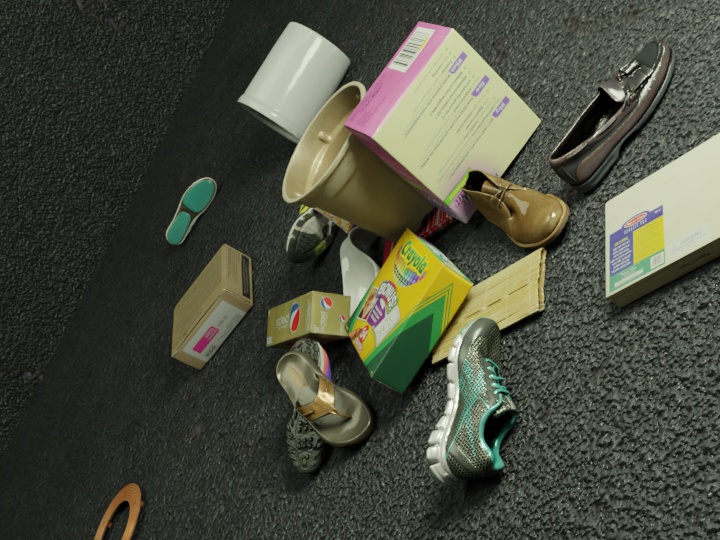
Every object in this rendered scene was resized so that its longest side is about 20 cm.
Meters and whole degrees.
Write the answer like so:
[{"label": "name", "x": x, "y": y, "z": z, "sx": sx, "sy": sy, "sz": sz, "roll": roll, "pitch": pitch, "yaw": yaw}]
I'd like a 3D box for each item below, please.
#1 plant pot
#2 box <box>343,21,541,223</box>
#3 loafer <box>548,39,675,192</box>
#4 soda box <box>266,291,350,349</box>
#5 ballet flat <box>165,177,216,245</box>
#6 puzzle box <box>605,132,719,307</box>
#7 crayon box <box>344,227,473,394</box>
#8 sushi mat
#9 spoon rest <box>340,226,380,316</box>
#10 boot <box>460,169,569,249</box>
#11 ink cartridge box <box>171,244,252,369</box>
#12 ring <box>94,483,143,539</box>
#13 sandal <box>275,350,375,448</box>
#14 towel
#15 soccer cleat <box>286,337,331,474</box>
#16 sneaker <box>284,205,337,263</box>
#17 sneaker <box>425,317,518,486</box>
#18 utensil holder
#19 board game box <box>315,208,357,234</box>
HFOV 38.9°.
[{"label": "plant pot", "x": 0.015, "y": -0.143, "z": 1.501, "sx": 0.200, "sy": 0.182, "sz": 0.202, "roll": -45, "pitch": 27, "yaw": 31}, {"label": "box", "x": 0.112, "y": -0.200, "z": 1.378, "sx": 0.177, "sy": 0.199, "sz": 0.097, "roll": -53, "pitch": 31, "yaw": -1}, {"label": "loafer", "x": 0.297, "y": -0.190, "z": 1.205, "sx": 0.201, "sy": 0.063, "sz": 0.072, "roll": -58, "pitch": 25, "yaw": 7}, {"label": "soda box", "x": -0.083, "y": 0.082, "z": 1.600, "sx": 0.200, "sy": 0.067, "sz": 0.065, "roll": 158, "pitch": 116, "yaw": -63}, {"label": "ballet flat", "x": -0.430, "y": -0.156, "z": 2.587, "sx": 0.201, "sy": 0.069, "sz": 0.070, "roll": -56, "pitch": 25, "yaw": 13}, {"label": "puzzle box", "x": 0.332, "y": -0.059, "z": 1.042, "sx": 0.199, "sy": 0.025, "sz": 0.134, "roll": -35, "pitch": 35, "yaw": 44}, {"label": "crayon box", "x": 0.060, "y": 0.049, "z": 1.391, "sx": 0.174, "sy": 0.058, "sz": 0.200, "roll": -59, "pitch": 18, "yaw": 8}, {"label": "sushi mat", "x": 0.158, "y": 0.047, "z": 1.278, "sx": 0.199, "sy": 0.012, "sz": 0.097, "roll": -33, "pitch": 37, "yaw": 46}, {"label": "spoon rest", "x": 0.000, "y": 0.000, "z": 1.574, "sx": 0.100, "sy": 0.060, "sz": 0.201, "roll": -56, "pitch": 21, "yaw": 33}, {"label": "boot", "x": 0.189, "y": -0.082, "z": 1.287, "sx": 0.074, "sy": 0.075, "sz": 0.200, "roll": -58, "pitch": 25, "yaw": 0}, {"label": "ink cartridge box", "x": -0.300, "y": 0.074, "z": 2.065, "sx": 0.200, "sy": 0.075, "sz": 0.166, "roll": -48, "pitch": 28, "yaw": 24}, {"label": "ring", "x": -0.479, "y": 0.517, "z": 2.001, "sx": 0.200, "sy": 0.019, "sz": 0.202, "roll": -44, "pitch": 30, "yaw": 34}, {"label": "sandal", "x": -0.060, "y": 0.175, "z": 1.432, "sx": 0.082, "sy": 0.055, "sz": 0.200, "roll": -48, "pitch": 54, "yaw": 2}, {"label": "towel", "x": 0.104, "y": -0.099, "z": 1.531, "sx": 0.200, "sy": 0.022, "sz": 0.146, "roll": -37, "pitch": 33, "yaw": 41}, {"label": "soccer cleat", "x": -0.068, "y": 0.203, "z": 1.506, "sx": 0.067, "sy": 0.073, "sz": 0.203, "roll": -12, "pitch": 64, "yaw": 20}, {"label": "sneaker", "x": -0.078, "y": -0.096, "z": 1.836, "sx": 0.201, "sy": 0.074, "sz": 0.084, "roll": -59, "pitch": 17, "yaw": -18}, {"label": "sneaker", "x": 0.143, "y": 0.147, "z": 1.154, "sx": 0.090, "sy": 0.077, "sz": 0.202, "roll": -8, "pitch": 59, "yaw": 41}, {"label": "utensil holder", "x": -0.136, "y": -0.392, "z": 2.141, "sx": 0.201, "sy": 0.169, "sz": 0.170, "roll": -59, "pitch": 24, "yaw": -2}, {"label": "board game box", "x": -0.008, "y": -0.175, "z": 1.709, "sx": 0.151, "sy": 0.046, "sz": 0.202, "roll": 39, "pitch": 116, "yaw": 57}]
